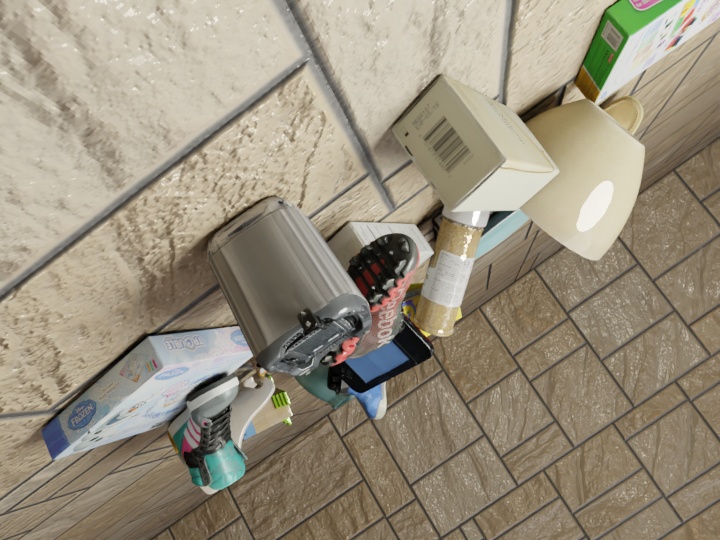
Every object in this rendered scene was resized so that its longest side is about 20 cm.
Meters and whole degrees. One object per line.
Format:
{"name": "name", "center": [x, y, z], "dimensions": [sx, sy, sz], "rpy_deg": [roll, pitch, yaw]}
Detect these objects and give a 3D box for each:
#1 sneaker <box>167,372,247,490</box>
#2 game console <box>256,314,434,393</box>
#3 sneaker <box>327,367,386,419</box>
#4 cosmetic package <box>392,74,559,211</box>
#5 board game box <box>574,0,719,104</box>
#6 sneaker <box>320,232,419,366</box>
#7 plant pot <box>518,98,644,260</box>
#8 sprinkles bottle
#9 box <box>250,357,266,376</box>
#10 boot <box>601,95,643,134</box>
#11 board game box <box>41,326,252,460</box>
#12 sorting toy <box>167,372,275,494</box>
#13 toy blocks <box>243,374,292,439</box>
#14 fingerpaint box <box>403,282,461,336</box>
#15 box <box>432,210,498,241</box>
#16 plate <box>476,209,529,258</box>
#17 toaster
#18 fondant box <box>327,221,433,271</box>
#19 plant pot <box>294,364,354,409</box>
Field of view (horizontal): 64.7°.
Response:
{"name": "sneaker", "center": [-0.196, 0.230, 0.777], "dimensions": [0.083, 0.122, 0.200], "rpy_deg": [-22, 163, -42]}
{"name": "game console", "center": [-0.023, 0.127, 0.825], "dimensions": [0.199, 0.172, 0.119], "rpy_deg": [-37, -169, 45]}
{"name": "sneaker", "center": [-0.008, 0.206, 1.042], "dimensions": [0.108, 0.078, 0.202], "rpy_deg": [-4, 137, -5]}
{"name": "cosmetic package", "center": [0.127, -0.121, 0.585], "dimensions": [0.073, 0.104, 0.199], "rpy_deg": [-42, 165, 29]}
{"name": "board game box", "center": [0.358, -0.298, 0.662], "dimensions": [0.198, 0.041, 0.153], "rpy_deg": [-35, 166, 0]}
{"name": "sneaker", "center": [0.019, 0.034, 0.666], "dimensions": [0.096, 0.072, 0.202], "rpy_deg": [1, 136, -39]}
{"name": "plant pot", "center": [0.276, -0.133, 0.723], "dimensions": [0.135, 0.201, 0.199], "rpy_deg": [-51, 159, 27]}
{"name": "sprinkles bottle", "center": [0.134, -0.005, 0.850], "dimensions": [0.068, 0.067, 0.204], "rpy_deg": [-11, 119, -56]}
{"name": "box", "center": [-0.113, 0.099, 0.883], "dimensions": [0.118, 0.042, 0.200], "rpy_deg": [-29, 167, -21]}
{"name": "boot", "center": [0.341, -0.195, 0.891], "dimensions": [0.199, 0.074, 0.154], "rpy_deg": [-38, 169, 34]}
{"name": "board game box", "center": [-0.249, 0.145, 0.712], "dimensions": [0.198, 0.044, 0.199], "rpy_deg": [-37, 166, 17]}
{"name": "sorting toy", "center": [-0.221, 0.241, 0.950], "dimensions": [0.179, 0.108, 0.199], "rpy_deg": [-41, -168, -15]}
{"name": "toy blocks", "center": [-0.217, 0.280, 1.106], "dimensions": [0.135, 0.102, 0.199], "rpy_deg": [-23, -178, -21]}
{"name": "fingerpaint box", "center": [0.053, 0.079, 0.981], "dimensions": [0.165, 0.075, 0.198], "rpy_deg": [-8, -173, 41]}
{"name": "box", "center": [0.190, -0.090, 0.966], "dimensions": [0.142, 0.036, 0.200], "rpy_deg": [-36, 164, 1]}
{"name": "plate", "center": [0.250, -0.079, 1.021], "dimensions": [0.198, 0.026, 0.201], "rpy_deg": [-34, 166, -10]}
{"name": "toaster", "center": [-0.067, 0.019, 0.544], "dimensions": [0.113, 0.130, 0.200], "rpy_deg": [-34, 166, 1]}
{"name": "fondant box", "center": [0.000, 0.000, 0.782], "dimensions": [0.144, 0.059, 0.199], "rpy_deg": [-41, 163, 25]}
{"name": "plant pot", "center": [-0.039, 0.196, 1.167], "dimensions": [0.198, 0.136, 0.201], "rpy_deg": [-31, 165, -9]}
